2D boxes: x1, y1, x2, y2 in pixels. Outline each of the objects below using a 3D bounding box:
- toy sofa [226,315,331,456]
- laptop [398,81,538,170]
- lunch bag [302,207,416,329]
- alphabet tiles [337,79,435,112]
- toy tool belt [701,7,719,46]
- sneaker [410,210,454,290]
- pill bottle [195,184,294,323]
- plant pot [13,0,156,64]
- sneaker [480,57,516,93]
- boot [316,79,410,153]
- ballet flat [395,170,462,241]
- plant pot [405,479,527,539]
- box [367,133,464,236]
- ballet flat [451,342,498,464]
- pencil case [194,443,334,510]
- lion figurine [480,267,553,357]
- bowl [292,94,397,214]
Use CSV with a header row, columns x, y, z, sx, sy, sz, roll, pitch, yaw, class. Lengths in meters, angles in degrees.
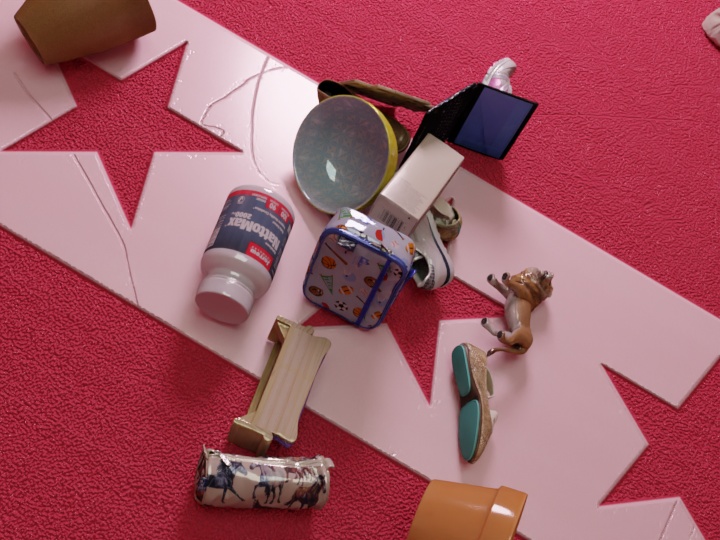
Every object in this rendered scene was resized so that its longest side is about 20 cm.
x,y,z,sx,sy,sz,roll,pitch,yaw,class
-0.123,0.181,1.520,0.096,0.083,0.202,23,58,-5,toy sofa
0.189,-0.238,1.780,0.199,0.178,0.104,-34,75,-29,laptop
0.000,0.000,1.584,0.159,0.201,0.076,28,50,1,lunch bag
0.048,-0.310,1.776,0.164,0.200,0.006,16,93,-17,alphabet tiles
0.853,-0.574,2.187,0.199,0.123,0.125,-35,77,-29,toy tool belt
0.086,-0.058,1.697,0.080,0.076,0.202,-10,64,-49,sneaker
-0.187,-0.024,1.590,0.118,0.120,0.202,20,59,-5,pill bottle
-0.483,-0.446,1.707,0.199,0.187,0.187,-35,76,-15,plant pot
0.255,-0.319,1.906,0.088,0.081,0.201,32,67,1,sneaker
0.000,-0.274,1.778,0.199,0.076,0.074,33,80,18,boot
0.098,-0.129,1.760,0.199,0.071,0.071,37,59,6,ballet flat
0.143,0.393,1.435,0.138,0.201,0.202,19,57,14,plant pot
0.094,-0.140,1.676,0.082,0.069,0.200,35,47,5,box
0.192,0.213,1.608,0.064,0.070,0.203,11,63,-27,ballet flat
-0.140,0.302,1.445,0.197,0.090,0.078,5,37,-13,pencil case
0.269,0.076,1.698,0.122,0.072,0.203,31,62,-31,lion figurine
-0.008,-0.195,1.721,0.107,0.200,0.202,0,55,-58,bowl
